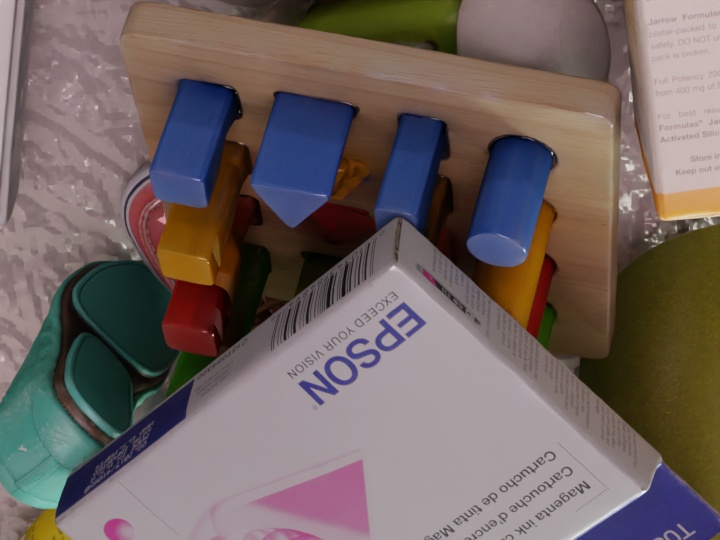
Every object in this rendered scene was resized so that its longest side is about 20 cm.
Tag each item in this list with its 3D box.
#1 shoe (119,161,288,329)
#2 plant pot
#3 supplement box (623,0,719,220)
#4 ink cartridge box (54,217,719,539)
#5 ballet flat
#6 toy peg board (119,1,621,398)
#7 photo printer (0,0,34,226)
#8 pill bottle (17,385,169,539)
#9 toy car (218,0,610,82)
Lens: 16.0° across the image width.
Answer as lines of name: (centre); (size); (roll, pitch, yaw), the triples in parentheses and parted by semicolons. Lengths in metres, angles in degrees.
shoe: (-0.035, 0.031, 1.205); (0.071, 0.091, 0.200); (-42, 107, 18)
plant pot: (0.175, 0.110, 1.151); (0.187, 0.200, 0.188); (8, 126, 11)
supplement box: (0.136, -0.136, 0.993); (0.073, 0.126, 0.201); (-7, 112, 4)
ink cartridge box: (0.013, 0.103, 1.041); (0.196, 0.043, 0.200); (-39, 110, 25)
ballet flat: (-0.130, 0.051, 1.157); (0.070, 0.200, 0.067); (-39, 101, 14)
toy peg board: (0.000, 0.000, 1.060); (0.199, 0.098, 0.199); (10, 152, 10)
photo printer: (-0.249, -0.111, 1.159); (0.199, 0.069, 0.167); (9, 114, -2)
pill bottle: (-0.118, 0.160, 1.255); (0.112, 0.113, 0.200); (38, 111, -14)
toy car: (0.023, -0.137, 1.101); (0.175, 0.150, 0.200); (-7, 113, 35)
